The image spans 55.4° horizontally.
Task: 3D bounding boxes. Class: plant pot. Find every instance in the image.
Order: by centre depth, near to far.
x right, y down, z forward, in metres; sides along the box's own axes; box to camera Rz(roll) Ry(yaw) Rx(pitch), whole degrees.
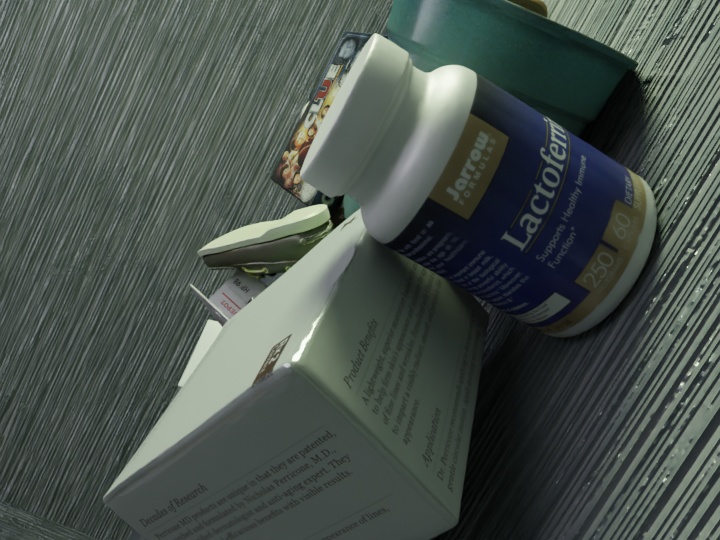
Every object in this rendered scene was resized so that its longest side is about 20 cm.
[{"bbox_3d":[0.083,-0.111,0.554,0.201,0.197,0.199,-93,25,-67],"label":"plant pot"}]

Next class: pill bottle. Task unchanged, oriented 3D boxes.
[{"bbox_3d":[0.069,-0.051,0.423,0.117,0.197,0.116,-58,13,22],"label":"pill bottle"}]

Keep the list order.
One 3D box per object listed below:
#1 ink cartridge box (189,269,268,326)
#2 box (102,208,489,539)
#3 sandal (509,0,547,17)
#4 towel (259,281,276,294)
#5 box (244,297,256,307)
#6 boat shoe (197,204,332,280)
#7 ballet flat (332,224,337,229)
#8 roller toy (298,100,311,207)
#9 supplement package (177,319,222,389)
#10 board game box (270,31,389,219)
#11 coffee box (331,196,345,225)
[{"bbox_3d":[-0.109,0.077,0.821,0.067,0.201,0.115,-44,50,-16],"label":"ink cartridge box"},{"bbox_3d":[-0.032,0.088,0.468,0.199,0.131,0.200,-37,15,31],"label":"box"},{"bbox_3d":[0.167,-0.306,0.835,0.212,0.076,0.071,145,144,-76],"label":"sandal"},{"bbox_3d":[0.000,0.000,0.717,0.152,0.196,0.024,159,95,-72],"label":"towel"},{"bbox_3d":[-0.080,0.148,0.714,0.201,0.146,0.126,-54,36,35],"label":"box"},{"bbox_3d":[-0.106,-0.021,0.760,0.199,0.061,0.072,-11,20,39],"label":"boat shoe"},{"bbox_3d":[-0.024,-0.066,0.904,0.075,0.073,0.203,-76,-7,-47],"label":"ballet flat"},{"bbox_3d":[-0.002,-0.165,0.978,0.183,0.196,0.142,-68,-5,-55],"label":"roller toy"},{"bbox_3d":[-0.186,0.189,1.052,0.202,0.114,0.119,90,-165,-52],"label":"supplement package"},{"bbox_3d":[-0.025,-0.173,0.791,0.203,0.034,0.135,-62,32,6],"label":"board game box"},{"bbox_3d":[0.042,-0.138,0.800,0.203,0.079,0.113,-67,14,-10],"label":"coffee box"}]
